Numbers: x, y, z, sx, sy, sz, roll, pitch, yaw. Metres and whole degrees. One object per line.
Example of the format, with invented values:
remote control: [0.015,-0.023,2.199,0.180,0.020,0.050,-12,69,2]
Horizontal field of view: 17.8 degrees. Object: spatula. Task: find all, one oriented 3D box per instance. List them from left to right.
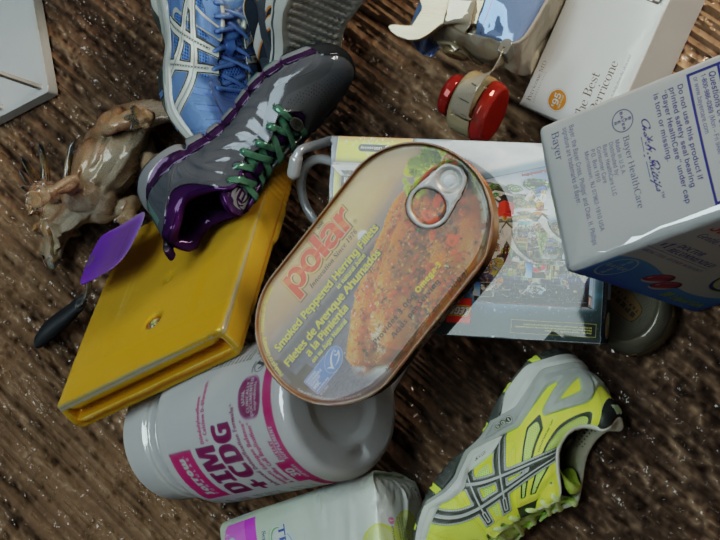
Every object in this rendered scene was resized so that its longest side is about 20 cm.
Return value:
spatula: [-0.225,0.016,1.854,0.200,0.021,0.057,-48,18,50]

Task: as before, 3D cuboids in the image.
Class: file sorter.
file sorter: [-0.385,-0.189,1.991,0.200,0.125,0.139,-23,68,28]

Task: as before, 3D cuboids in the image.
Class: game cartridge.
game cartridge: [-0.138,0.015,1.767,0.176,0.032,0.200,-25,31,33]

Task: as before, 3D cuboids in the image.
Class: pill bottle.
pill bottle: [-0.080,0.112,1.705,0.200,0.113,0.113,-17,70,46]

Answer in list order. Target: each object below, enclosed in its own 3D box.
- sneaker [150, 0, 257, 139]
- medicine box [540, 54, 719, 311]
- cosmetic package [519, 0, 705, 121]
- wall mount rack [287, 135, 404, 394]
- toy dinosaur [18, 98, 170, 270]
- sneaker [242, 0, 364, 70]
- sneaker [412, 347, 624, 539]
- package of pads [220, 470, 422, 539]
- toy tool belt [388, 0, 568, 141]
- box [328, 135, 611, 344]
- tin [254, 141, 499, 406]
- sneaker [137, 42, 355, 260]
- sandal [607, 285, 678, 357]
sneaker: [-0.119,-0.179,1.822,0.077,0.076,0.200,-44,57,50]
medicine box: [0.251,-0.061,1.486,0.200,0.182,0.103,-20,70,30]
cosmetic package: [0.194,-0.191,1.635,0.083,0.051,0.200,27,95,37]
wall mount rack: [0.000,0.000,1.718,0.200,0.075,0.174,27,124,37]
toy dinosaur: [-0.210,-0.089,1.881,0.200,0.086,0.136,-44,21,1]
sneaker: [-0.044,-0.211,1.740,0.079,0.078,0.200,65,153,27]
sneaker: [0.107,0.153,1.607,0.076,0.075,0.200,39,104,35]
package of pads: [-0.015,0.257,1.672,0.154,0.068,0.200,-21,69,30]
toy tool belt: [0.081,-0.197,1.654,0.123,0.125,0.200,25,75,19]
box: [0.075,-0.022,1.599,0.200,0.038,0.137,3,90,15]
tin: [0.012,0.002,1.576,0.112,0.042,0.200,40,98,8]
sneaker: [-0.076,-0.085,1.738,0.200,0.074,0.088,-38,43,15]
sandal: [0.141,-0.013,1.630,0.082,0.055,0.200,-51,57,15]
